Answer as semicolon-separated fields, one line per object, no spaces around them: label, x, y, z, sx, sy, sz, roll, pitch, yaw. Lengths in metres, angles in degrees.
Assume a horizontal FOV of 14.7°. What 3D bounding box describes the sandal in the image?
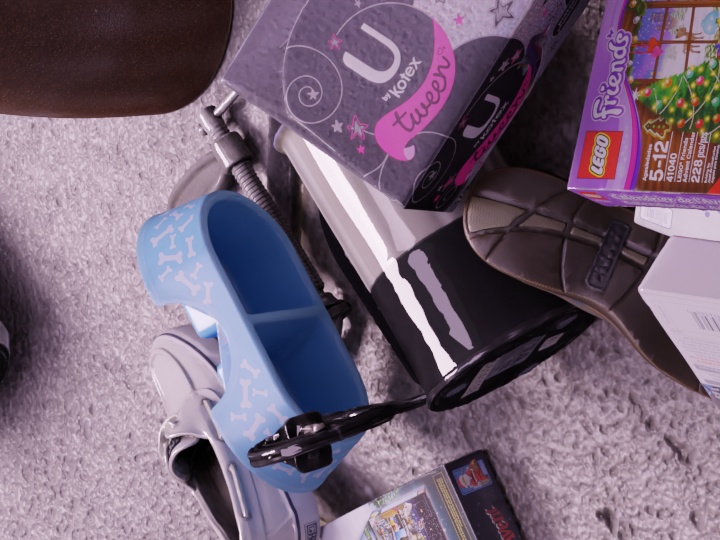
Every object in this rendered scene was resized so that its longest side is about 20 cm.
sandal;0.150;0.006;1.553;0.200;0.055;0.082;25;91;8

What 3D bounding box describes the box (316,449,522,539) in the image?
box;0.063;0.228;1.747;0.137;0.038;0.200;-31;81;46

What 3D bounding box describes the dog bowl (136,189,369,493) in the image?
dog bowl;-0.062;0.039;1.726;0.050;0.111;0.200;-34;75;29

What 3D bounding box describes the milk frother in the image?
milk frother;0.000;0.000;1.624;0.188;0.200;0.181;59;138;14

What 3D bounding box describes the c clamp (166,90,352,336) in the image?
c clamp;-0.065;-0.014;1.806;0.171;0.027;0.200;-39;76;45

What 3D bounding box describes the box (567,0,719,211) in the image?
box;0.189;-0.130;1.447;0.137;0.039;0.200;4;78;44

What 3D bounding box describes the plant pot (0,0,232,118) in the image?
plant pot;-0.217;-0.175;1.784;0.187;0.200;0.187;15;113;41

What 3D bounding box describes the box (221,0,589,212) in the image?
box;0.040;-0.147;1.513;0.132;0.115;0.200;35;100;14

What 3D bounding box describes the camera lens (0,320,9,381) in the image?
camera lens;-0.361;0.029;2.021;0.200;0.160;0.160;54;133;18

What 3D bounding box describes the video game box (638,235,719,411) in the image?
video game box;0.265;0.063;1.420;0.200;0.047;0.182;9;144;43

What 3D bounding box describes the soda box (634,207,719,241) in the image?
soda box;0.243;-0.030;1.463;0.200;0.068;0.064;23;117;38

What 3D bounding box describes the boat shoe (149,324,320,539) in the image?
boat shoe;-0.100;0.115;1.834;0.200;0.066;0.072;57;145;32
